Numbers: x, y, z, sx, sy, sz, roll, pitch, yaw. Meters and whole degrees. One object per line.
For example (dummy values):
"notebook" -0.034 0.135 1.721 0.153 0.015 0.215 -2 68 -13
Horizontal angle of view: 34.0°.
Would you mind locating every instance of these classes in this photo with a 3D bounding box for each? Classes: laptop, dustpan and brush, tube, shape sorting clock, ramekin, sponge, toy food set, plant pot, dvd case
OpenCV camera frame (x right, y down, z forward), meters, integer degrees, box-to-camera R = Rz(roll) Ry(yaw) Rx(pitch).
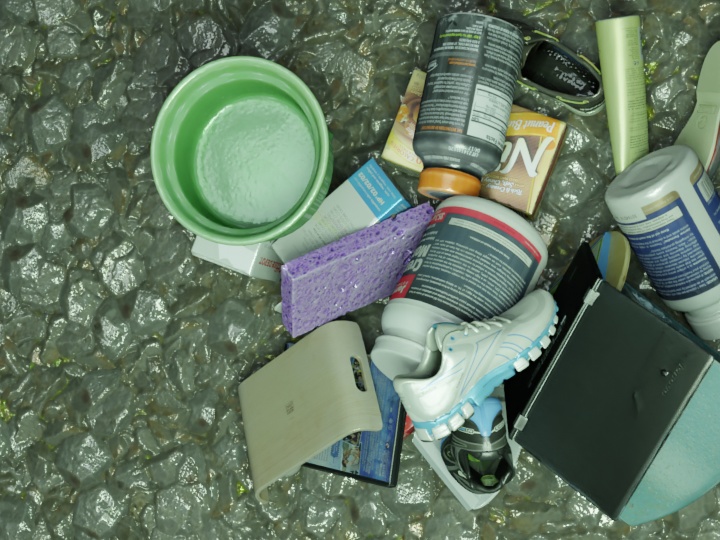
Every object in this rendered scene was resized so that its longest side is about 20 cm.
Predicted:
"laptop" 0.237 0.103 1.178 0.115 0.200 0.189 26 108 -4
"dustpan and brush" 0.161 0.164 1.374 0.140 0.057 0.201 52 59 -26
"tube" 0.304 -0.188 1.351 0.057 0.052 0.204 -10 100 -8
"shape sorting clock" 0.237 0.046 1.310 0.039 0.200 0.201 34 93 -7
"ramekin" -0.122 -0.125 1.296 0.196 0.098 0.204 -1 86 9
"sponge" 0.000 0.000 1.362 0.198 0.112 0.030 -24 56 -22
"toy food set" -0.063 0.167 1.383 0.199 0.060 0.145 -36 50 29
"plant pot" 0.305 0.155 1.282 0.195 0.196 0.201 36 100 1
"dvd case" -0.026 0.167 1.393 0.198 0.017 0.145 5 86 42

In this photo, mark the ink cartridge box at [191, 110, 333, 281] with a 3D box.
"ink cartridge box" -0.116 -0.095 1.417 0.083 0.146 0.203 20 91 11

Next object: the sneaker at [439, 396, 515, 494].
"sneaker" 0.124 0.203 1.252 0.069 0.200 0.084 -8 63 -1

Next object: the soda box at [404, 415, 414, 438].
"soda box" 0.097 0.114 1.399 0.200 0.063 0.070 -42 79 5

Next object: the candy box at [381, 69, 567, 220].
"candy box" 0.137 -0.151 1.414 0.197 0.055 0.117 22 89 12

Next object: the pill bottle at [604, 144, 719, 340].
"pill bottle" 0.364 -0.027 1.306 0.110 0.111 0.201 -32 105 7

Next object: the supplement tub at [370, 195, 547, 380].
"supplement tub" 0.108 0.034 1.288 0.139 0.141 0.202 25 70 12

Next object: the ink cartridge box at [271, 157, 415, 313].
"ink cartridge box" -0.029 -0.033 1.406 0.199 0.115 0.068 -40 72 6

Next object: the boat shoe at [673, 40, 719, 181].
"boat shoe" 0.410 -0.161 1.356 0.062 0.071 0.203 12 98 -27

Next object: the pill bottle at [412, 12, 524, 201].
"pill bottle" 0.118 -0.180 1.338 0.104 0.106 0.204 11 84 12

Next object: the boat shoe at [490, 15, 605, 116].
"boat shoe" 0.206 -0.254 1.405 0.199 0.061 0.072 29 91 12

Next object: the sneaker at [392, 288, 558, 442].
"sneaker" 0.114 0.075 1.171 0.200 0.075 0.087 -42 106 -17
